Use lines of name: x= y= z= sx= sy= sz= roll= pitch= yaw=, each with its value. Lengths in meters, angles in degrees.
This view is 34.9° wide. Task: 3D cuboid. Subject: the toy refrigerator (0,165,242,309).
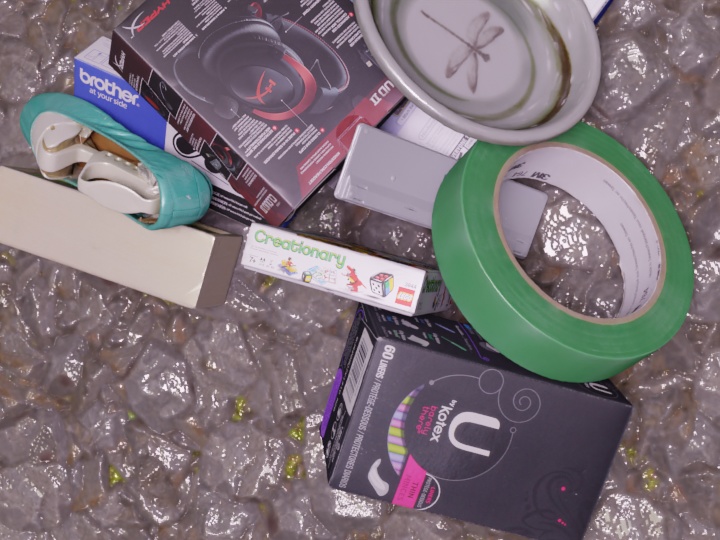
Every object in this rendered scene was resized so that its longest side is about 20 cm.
toy refrigerator: x=-0.208 y=-0.032 z=0.971 sx=0.199 sy=0.076 sz=0.070 roll=18 pitch=95 yaw=12

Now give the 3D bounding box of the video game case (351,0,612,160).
video game case: x=0.074 y=-0.194 z=0.921 sx=0.181 sy=0.045 sz=0.200 roll=37 pitch=98 yaw=7

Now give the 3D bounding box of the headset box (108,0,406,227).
headset box: x=-0.063 y=-0.141 z=0.849 sx=0.200 sy=0.075 sz=0.149 roll=44 pitch=73 yaw=-4

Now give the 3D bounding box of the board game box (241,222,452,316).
board game box: x=0.000 y=0.000 z=0.863 sx=0.126 sy=0.200 sz=0.035 roll=16 pitch=92 yaw=11

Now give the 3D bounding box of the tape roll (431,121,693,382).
tape roll: x=0.150 y=-0.019 z=0.843 sx=0.201 sy=0.200 sz=0.048 roll=52 pitch=143 yaw=6

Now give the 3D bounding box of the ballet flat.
ballet flat: x=-0.212 y=-0.089 z=0.913 sx=0.199 sy=0.070 sz=0.068 roll=26 pitch=117 yaw=20

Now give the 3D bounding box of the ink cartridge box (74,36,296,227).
ink cartridge box: x=-0.142 y=-0.110 z=0.947 sx=0.199 sy=0.044 sz=0.094 roll=24 pitch=134 yaw=12

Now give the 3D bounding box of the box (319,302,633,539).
box: x=0.081 y=0.113 z=0.859 sx=0.199 sy=0.106 sz=0.123 roll=15 pitch=103 yaw=-11

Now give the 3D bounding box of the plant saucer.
plant saucer: x=0.079 y=-0.171 z=0.838 sx=0.199 sy=0.050 sz=0.201 roll=11 pitch=62 yaw=-21

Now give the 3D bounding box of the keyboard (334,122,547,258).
keyboard: x=0.067 y=-0.057 z=0.872 sx=0.011 sy=0.199 sz=0.057 roll=17 pitch=91 yaw=53
